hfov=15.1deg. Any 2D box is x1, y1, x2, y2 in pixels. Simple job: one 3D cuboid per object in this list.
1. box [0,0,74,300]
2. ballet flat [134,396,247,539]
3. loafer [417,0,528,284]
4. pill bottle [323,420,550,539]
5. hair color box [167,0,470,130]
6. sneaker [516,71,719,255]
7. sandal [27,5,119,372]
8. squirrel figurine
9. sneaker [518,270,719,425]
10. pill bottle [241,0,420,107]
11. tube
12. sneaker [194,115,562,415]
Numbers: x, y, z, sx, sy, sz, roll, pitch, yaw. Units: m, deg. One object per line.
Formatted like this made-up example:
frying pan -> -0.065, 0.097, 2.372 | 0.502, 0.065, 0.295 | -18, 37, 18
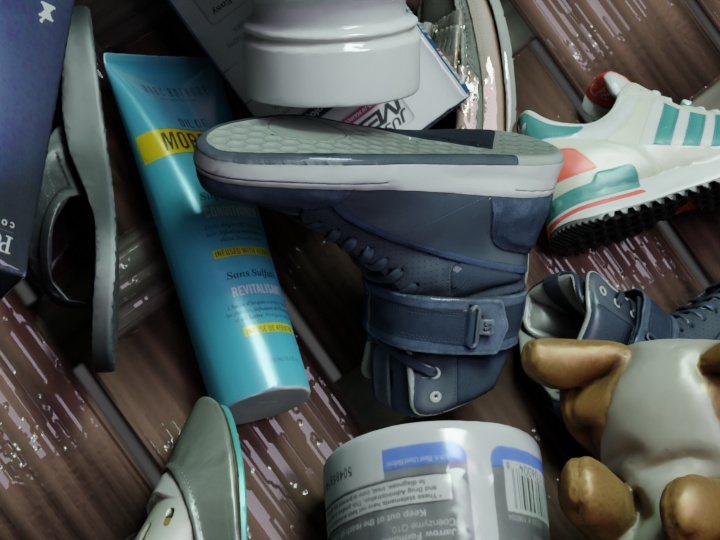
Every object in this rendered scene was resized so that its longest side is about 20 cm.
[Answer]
box -> -0.250, -0.093, 1.276 | 0.199, 0.123, 0.199 | 18, 63, -24
ballet flat -> -0.082, 0.157, 1.309 | 0.063, 0.067, 0.201 | -2, 70, -21
loafer -> 0.048, -0.077, 1.487 | 0.063, 0.072, 0.201 | 0, 72, -24
pill bottle -> 0.044, 0.185, 1.342 | 0.113, 0.114, 0.201 | 8, 66, -29
hair color box -> -0.039, -0.144, 1.436 | 0.100, 0.061, 0.200 | -36, 91, 6
sneaker -> 0.178, -0.079, 1.555 | 0.199, 0.070, 0.094 | -18, 74, -25
sandal -> -0.148, -0.037, 1.357 | 0.048, 0.075, 0.201 | -6, 63, -7
squirrel figurine -> 0.165, 0.133, 1.364 | 0.200, 0.141, 0.188 | 26, 63, -71
sneaker -> 0.172, 0.022, 1.512 | 0.146, 0.077, 0.203 | 39, 56, -15
pill bottle -> -0.017, -0.187, 1.340 | 0.114, 0.114, 0.201 | -12, 107, -34
tube -> -0.077, -0.021, 1.401 | 0.077, 0.050, 0.201 | 2, 64, -48
sneaker -> 0.001, 0.001, 1.371 | 0.202, 0.077, 0.147 | 4, 109, -28
